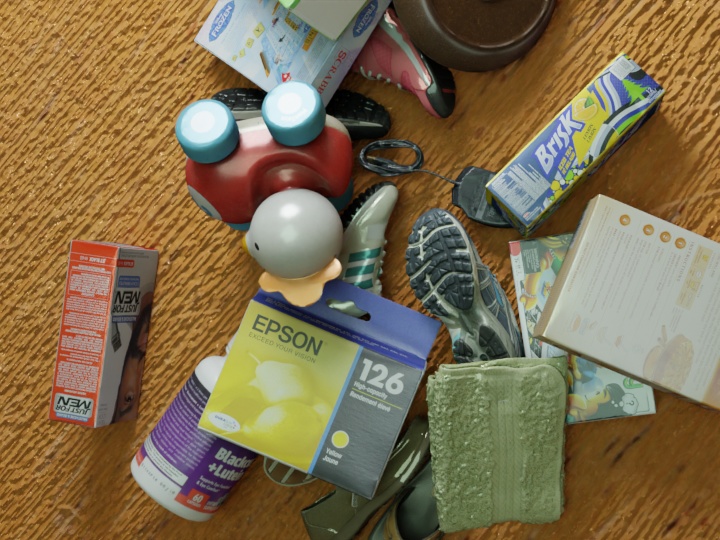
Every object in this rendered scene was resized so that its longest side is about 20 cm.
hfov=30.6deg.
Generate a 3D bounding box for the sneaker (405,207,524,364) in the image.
[{"bbox_3d":[0.113,0.027,1.390,0.077,0.086,0.200,-21,93,29],"label":"sneaker"}]

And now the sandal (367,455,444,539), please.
[{"bbox_3d":[0.064,0.274,1.415,0.082,0.055,0.200,36,98,12],"label":"sandal"}]

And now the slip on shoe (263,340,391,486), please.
[{"bbox_3d":[-0.030,0.152,1.440,0.076,0.061,0.200,35,101,-7],"label":"slip on shoe"}]

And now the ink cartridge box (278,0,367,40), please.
[{"bbox_3d":[-0.054,-0.355,1.353,0.146,0.084,0.200,-50,50,13],"label":"ink cartridge box"}]

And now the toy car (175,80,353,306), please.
[{"bbox_3d":[-0.087,-0.054,1.339,0.176,0.184,0.200,-11,63,5],"label":"toy car"}]

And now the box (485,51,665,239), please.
[{"bbox_3d":[0.220,-0.128,1.355,0.200,0.070,0.064,-44,79,-2],"label":"box"}]

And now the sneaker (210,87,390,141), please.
[{"bbox_3d":[-0.065,-0.150,1.460,0.199,0.076,0.088,4,120,6],"label":"sneaker"}]

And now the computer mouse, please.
[{"bbox_3d":[0.093,-0.094,1.417,0.200,0.034,0.059,22,85,9],"label":"computer mouse"}]

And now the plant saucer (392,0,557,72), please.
[{"bbox_3d":[0.127,-0.306,1.359,0.200,0.034,0.201,-4,99,-23],"label":"plant saucer"}]

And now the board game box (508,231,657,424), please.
[{"bbox_3d":[0.234,0.059,1.384,0.126,0.035,0.201,-9,87,13],"label":"board game box"}]

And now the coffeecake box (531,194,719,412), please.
[{"bbox_3d":[0.296,0.035,1.318,0.200,0.073,0.154,23,87,1],"label":"coffeecake box"}]

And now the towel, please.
[{"bbox_3d":[0.142,0.180,1.351,0.148,0.037,0.200,-5,114,-6],"label":"towel"}]

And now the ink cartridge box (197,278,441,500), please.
[{"bbox_3d":[-0.040,0.109,1.368,0.197,0.047,0.200,22,88,2],"label":"ink cartridge box"}]

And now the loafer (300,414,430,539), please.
[{"bbox_3d":[0.007,0.226,1.420,0.067,0.076,0.200,42,99,5],"label":"loafer"}]

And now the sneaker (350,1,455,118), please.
[{"bbox_3d":[0.029,-0.232,1.434,0.087,0.074,0.200,-40,73,20],"label":"sneaker"}]

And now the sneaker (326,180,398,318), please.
[{"bbox_3d":[0.000,0.000,1.440,0.093,0.070,0.200,33,92,-10],"label":"sneaker"}]

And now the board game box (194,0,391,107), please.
[{"bbox_3d":[-0.065,-0.289,1.423,0.199,0.041,0.200,39,100,39],"label":"board game box"}]

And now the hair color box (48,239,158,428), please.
[{"bbox_3d":[-0.287,0.069,1.481,0.064,0.111,0.201,9,92,15],"label":"hair color box"}]

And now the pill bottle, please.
[{"bbox_3d":[-0.154,0.165,1.444,0.111,0.111,0.200,37,98,12],"label":"pill bottle"}]
